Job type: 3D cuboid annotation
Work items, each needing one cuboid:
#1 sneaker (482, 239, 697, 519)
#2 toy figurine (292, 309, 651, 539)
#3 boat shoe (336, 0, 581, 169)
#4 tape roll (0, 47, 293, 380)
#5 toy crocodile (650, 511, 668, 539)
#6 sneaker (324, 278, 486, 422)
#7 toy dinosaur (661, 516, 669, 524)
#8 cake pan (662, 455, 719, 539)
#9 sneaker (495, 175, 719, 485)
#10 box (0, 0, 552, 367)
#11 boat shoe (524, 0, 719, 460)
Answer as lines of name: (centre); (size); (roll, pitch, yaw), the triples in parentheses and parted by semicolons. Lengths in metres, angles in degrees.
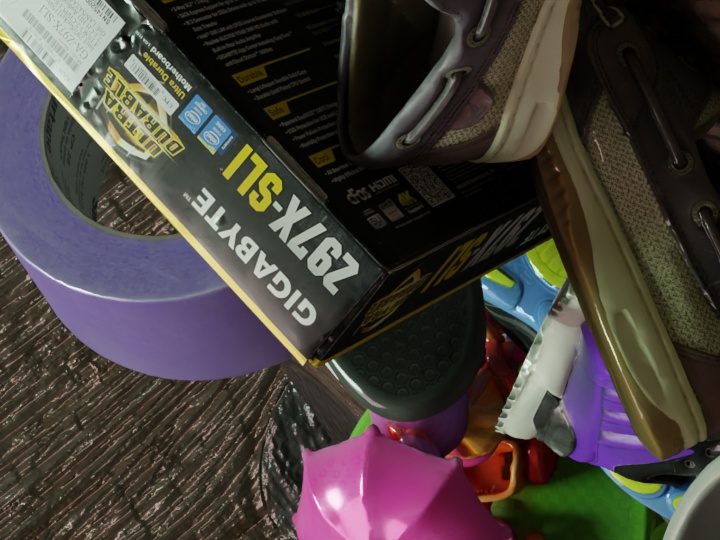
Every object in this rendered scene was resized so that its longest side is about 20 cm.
sneaker: (0.101, 0.024, 1.167); (0.200, 0.071, 0.083); (47, -166, 24)
toy figurine: (0.038, 0.078, 1.212); (0.149, 0.202, 0.184); (5, 177, 16)
boat shoe: (0.026, -0.100, 0.797); (0.072, 0.064, 0.201); (55, 155, 31)
tape roll: (-0.077, -0.055, 1.365); (0.200, 0.200, 0.085); (49, 173, 30)
toy crocodile: (0.121, 0.099, 1.421); (0.200, 0.062, 0.068); (55, 176, 36)
sneaker: (0.001, -0.001, 1.048); (0.108, 0.067, 0.202); (74, 170, -51)
toy dinosaur: (0.144, 0.090, 1.243); (0.201, 0.047, 0.088); (60, 178, -23)
cake pan: (0.174, 0.150, 0.964); (0.200, 0.037, 0.202); (24, 119, 52)
sneaker: (0.118, 0.026, 1.029); (0.099, 0.070, 0.200); (28, 157, 3)
box: (-0.011, -0.063, 0.939); (0.160, 0.049, 0.200); (45, -151, 10)
boat shoe: (0.084, -0.043, 0.895); (0.073, 0.064, 0.201); (89, 163, -84)
